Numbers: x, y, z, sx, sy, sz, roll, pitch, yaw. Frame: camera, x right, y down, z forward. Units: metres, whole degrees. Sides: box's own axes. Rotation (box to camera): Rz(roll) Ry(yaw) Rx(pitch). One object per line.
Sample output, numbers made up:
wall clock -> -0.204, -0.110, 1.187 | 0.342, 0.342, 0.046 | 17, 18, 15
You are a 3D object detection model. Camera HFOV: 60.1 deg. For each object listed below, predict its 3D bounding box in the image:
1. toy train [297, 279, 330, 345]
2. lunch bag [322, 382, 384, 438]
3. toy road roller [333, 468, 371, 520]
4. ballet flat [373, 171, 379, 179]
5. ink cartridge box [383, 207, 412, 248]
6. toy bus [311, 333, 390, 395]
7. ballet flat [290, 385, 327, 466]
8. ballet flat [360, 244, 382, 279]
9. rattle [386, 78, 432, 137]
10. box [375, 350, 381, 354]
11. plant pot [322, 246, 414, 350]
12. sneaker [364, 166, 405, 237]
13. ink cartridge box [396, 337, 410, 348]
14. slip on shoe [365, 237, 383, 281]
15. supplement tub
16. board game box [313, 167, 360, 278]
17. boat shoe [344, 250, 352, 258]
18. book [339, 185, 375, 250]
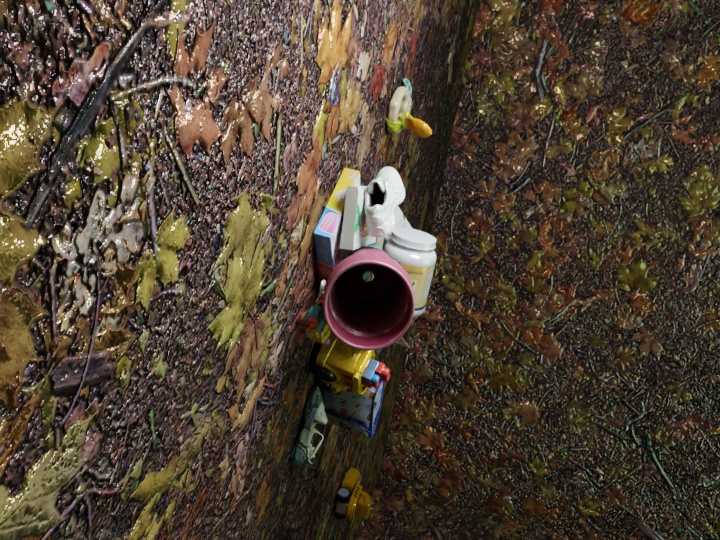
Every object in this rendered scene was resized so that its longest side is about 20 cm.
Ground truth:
toy train -> -0.092, 0.086, 1.404 | 0.200, 0.054, 0.154 | 41, 59, -75
lunch bag -> -0.025, 0.380, 1.787 | 0.124, 0.166, 0.204 | -51, 154, -56
toy road roller -> -0.019, 0.924, 2.529 | 0.200, 0.142, 0.126 | -53, 156, -62
ballet flat -> 0.050, -0.210, 1.681 | 0.201, 0.073, 0.069 | -59, 161, -54
ink cartridge box -> 0.086, -0.087, 1.760 | 0.201, 0.082, 0.149 | 52, 39, -42
toy bus -> -0.015, 0.256, 1.610 | 0.137, 0.188, 0.202 | -60, 164, -29
ballet flat -> -0.120, 0.406, 1.614 | 0.074, 0.072, 0.205 | 53, 51, -75
ballet flat -> 0.001, -0.003, 1.519 | 0.069, 0.069, 0.200 | -16, 164, -32
rattle -> 0.157, -0.465, 1.761 | 0.201, 0.139, 0.133 | -51, 136, -50
box -> -0.009, 0.127, 1.583 | 0.049, 0.157, 0.201 | -51, 162, -13
plant pot -> 0.017, 0.040, 1.353 | 0.180, 0.194, 0.205 | -90, -171, -67
sneaker -> 0.051, -0.176, 1.392 | 0.101, 0.076, 0.203 | 69, 23, -45
ink cartridge box -> 0.041, 0.108, 1.597 | 0.048, 0.198, 0.161 | -50, 130, -15
slip on shoe -> 0.023, -0.026, 1.584 | 0.077, 0.059, 0.204 | -87, -177, -57
supplement tub -> 0.120, 0.003, 1.631 | 0.144, 0.141, 0.205 | -45, 148, -68
board game box -> -0.049, -0.106, 1.414 | 0.155, 0.039, 0.203 | 89, 19, -53
boat shoe -> 0.002, -0.003, 1.666 | 0.075, 0.084, 0.206 | -58, 158, -55
book -> -0.002, -0.125, 1.422 | 0.200, 0.047, 0.138 | -29, 127, -74
